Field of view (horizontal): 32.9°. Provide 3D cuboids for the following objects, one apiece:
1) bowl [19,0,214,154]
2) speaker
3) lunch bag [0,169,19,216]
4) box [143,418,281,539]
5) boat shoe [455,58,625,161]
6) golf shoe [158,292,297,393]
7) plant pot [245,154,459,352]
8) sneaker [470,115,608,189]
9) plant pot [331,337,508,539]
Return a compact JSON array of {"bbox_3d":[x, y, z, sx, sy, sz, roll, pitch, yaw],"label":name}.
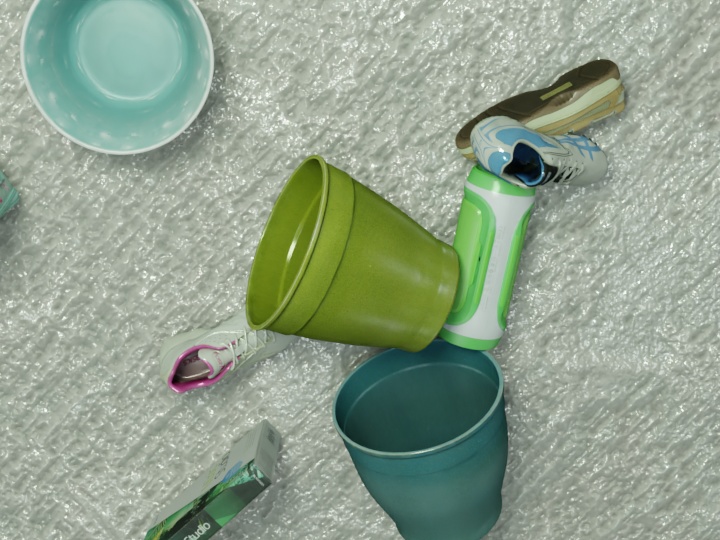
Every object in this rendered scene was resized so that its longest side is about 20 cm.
[{"bbox_3d":[-0.252,-0.232,1.307,0.199,0.105,0.203,-1,107,-2],"label":"bowl"},{"bbox_3d":[0.143,-0.015,1.401,0.088,0.089,0.202,10,106,-5],"label":"speaker"},{"bbox_3d":[-0.450,-0.054,1.302,0.159,0.200,0.078,-27,108,4],"label":"lunch bag"},{"bbox_3d":[-0.179,0.274,1.443,0.200,0.144,0.036,-43,100,9],"label":"box"},{"bbox_3d":[0.207,-0.161,1.373,0.199,0.072,0.077,-23,122,6],"label":"boat shoe"},{"bbox_3d":[-0.142,0.089,1.418,0.199,0.092,0.076,-27,106,4],"label":"golf shoe"},{"bbox_3d":[0.000,0.000,1.357,0.192,0.201,0.202,20,105,-19],"label":"plant pot"},{"bbox_3d":[0.199,-0.114,1.323,0.199,0.073,0.072,8,140,-40],"label":"sneaker"},{"bbox_3d":[0.086,0.214,1.422,0.198,0.201,0.189,-16,122,2],"label":"plant pot"}]
